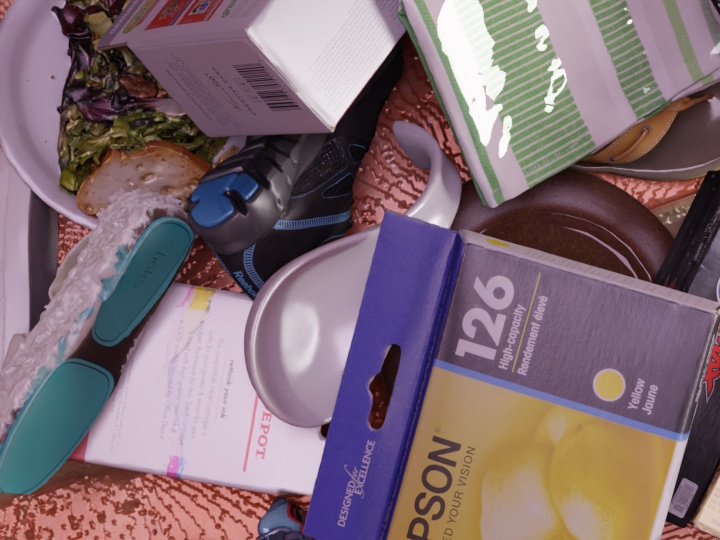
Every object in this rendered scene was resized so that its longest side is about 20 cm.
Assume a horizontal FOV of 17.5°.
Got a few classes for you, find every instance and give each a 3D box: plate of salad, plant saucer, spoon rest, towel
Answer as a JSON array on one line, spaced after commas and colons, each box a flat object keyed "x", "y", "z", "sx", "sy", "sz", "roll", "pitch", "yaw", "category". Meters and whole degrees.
[{"x": -0.127, "y": -0.116, "z": 1.427, "sx": 0.199, "sy": 0.048, "sz": 0.201, "roll": 3, "pitch": 72, "yaw": -8, "category": "plate of salad"}, {"x": 0.110, "y": 0.035, "z": 1.394, "sx": 0.200, "sy": 0.037, "sz": 0.201, "roll": 0, "pitch": 86, "yaw": -6, "category": "plant saucer"}, {"x": 0.000, "y": 0.000, "z": 1.349, "sx": 0.061, "sy": 0.099, "sz": 0.200, "roll": 6, "pitch": 56, "yaw": 46, "category": "spoon rest"}, {"x": 0.131, "y": -0.143, "z": 1.346, "sx": 0.200, "sy": 0.023, "sz": 0.153, "roll": -30, "pitch": 112, "yaw": -9, "category": "towel"}]

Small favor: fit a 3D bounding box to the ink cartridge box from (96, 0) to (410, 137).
[{"x": -0.036, "y": -0.178, "z": 1.381, "sx": 0.084, "sy": 0.175, "sz": 0.200, "roll": 48, "pitch": 66, "yaw": -27, "category": "ink cartridge box"}]

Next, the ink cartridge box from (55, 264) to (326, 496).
[{"x": -0.091, "y": 0.071, "z": 1.416, "sx": 0.199, "sy": 0.067, "sz": 0.117, "roll": 10, "pitch": 85, "yaw": 9, "category": "ink cartridge box"}]

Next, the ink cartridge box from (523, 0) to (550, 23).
[{"x": 0.146, "y": -0.229, "z": 1.402, "sx": 0.059, "sy": 0.104, "sz": 0.200, "roll": 41, "pitch": 89, "yaw": 8, "category": "ink cartridge box"}]

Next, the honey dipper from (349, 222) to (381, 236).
[{"x": 0.042, "y": 0.067, "z": 1.418, "sx": 0.038, "sy": 0.038, "sz": 0.201, "roll": -23, "pitch": 84, "yaw": 4, "category": "honey dipper"}]

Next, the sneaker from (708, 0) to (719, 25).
[{"x": 0.268, "y": -0.120, "z": 1.325, "sx": 0.075, "sy": 0.115, "sz": 0.200, "roll": -34, "pitch": 124, "yaw": -4, "category": "sneaker"}]

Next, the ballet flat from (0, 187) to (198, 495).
[{"x": -0.167, "y": 0.038, "z": 1.372, "sx": 0.072, "sy": 0.072, "sz": 0.200, "roll": 33, "pitch": 87, "yaw": 9, "category": "ballet flat"}]

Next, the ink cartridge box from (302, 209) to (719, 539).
[{"x": 0.078, "y": 0.087, "z": 1.292, "sx": 0.199, "sy": 0.047, "sz": 0.198, "roll": 16, "pitch": 98, "yaw": 12, "category": "ink cartridge box"}]

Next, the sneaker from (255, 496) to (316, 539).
[{"x": -0.028, "y": 0.179, "z": 1.393, "sx": 0.199, "sy": 0.079, "sz": 0.096, "roll": -10, "pitch": 81, "yaw": 5, "category": "sneaker"}]

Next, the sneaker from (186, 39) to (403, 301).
[{"x": -0.031, "y": -0.066, "z": 1.408, "sx": 0.073, "sy": 0.082, "sz": 0.200, "roll": 4, "pitch": 45, "yaw": 40, "category": "sneaker"}]

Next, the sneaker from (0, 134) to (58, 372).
[{"x": -0.249, "y": 0.011, "z": 1.438, "sx": 0.115, "sy": 0.074, "sz": 0.201, "roll": 2, "pitch": 80, "yaw": 10, "category": "sneaker"}]

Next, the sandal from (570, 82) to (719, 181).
[{"x": 0.150, "y": -0.098, "z": 1.413, "sx": 0.199, "sy": 0.054, "sz": 0.081, "roll": 3, "pitch": 84, "yaw": 7, "category": "sandal"}]

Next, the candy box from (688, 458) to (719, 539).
[{"x": 0.256, "y": 0.069, "z": 1.353, "sx": 0.055, "sy": 0.115, "sz": 0.200, "roll": 26, "pitch": 88, "yaw": 7, "category": "candy box"}]

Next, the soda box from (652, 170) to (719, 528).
[{"x": 0.193, "y": 0.043, "z": 1.346, "sx": 0.063, "sy": 0.071, "sz": 0.200, "roll": 28, "pitch": 86, "yaw": -11, "category": "soda box"}]
